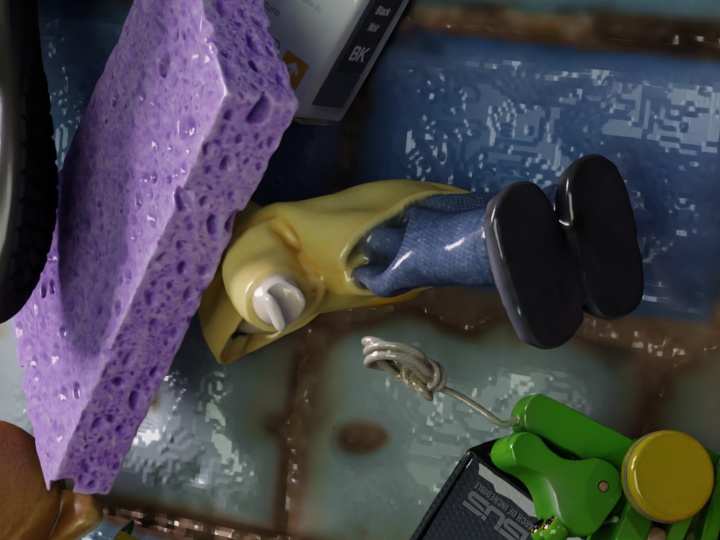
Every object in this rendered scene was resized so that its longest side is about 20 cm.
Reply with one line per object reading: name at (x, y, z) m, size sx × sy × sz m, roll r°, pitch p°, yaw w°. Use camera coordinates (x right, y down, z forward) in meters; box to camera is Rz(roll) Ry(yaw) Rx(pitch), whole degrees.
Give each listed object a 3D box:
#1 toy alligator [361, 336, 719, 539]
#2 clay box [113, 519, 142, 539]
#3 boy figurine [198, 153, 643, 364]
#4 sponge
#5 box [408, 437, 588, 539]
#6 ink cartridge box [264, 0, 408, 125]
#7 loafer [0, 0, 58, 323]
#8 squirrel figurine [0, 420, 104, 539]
toy alligator at (0.085, 0.080, 0.739) m, size 0.199 × 0.059 × 0.055 m, roll 20°, pitch 77°, yaw -11°
clay box at (-0.103, 0.179, 0.822) m, size 0.047 × 0.200 × 0.115 m, roll 23°, pitch 104°, yaw -1°
boy figurine at (0.000, 0.000, 0.791) m, size 0.199 × 0.124 × 0.065 m, roll -8°, pitch 100°, yaw 44°
sponge at (-0.084, -0.023, 0.821) m, size 0.200 × 0.030 × 0.112 m, roll -62°, pitch 33°, yaw 35°
box at (0.084, 0.182, 0.791) m, size 0.200 × 0.051 × 0.158 m, roll 38°, pitch 109°, yaw 20°
ink cartridge box at (-0.040, -0.193, 0.841) m, size 0.198 × 0.043 × 0.200 m, roll 38°, pitch 110°, yaw 20°
loafer at (-0.158, -0.076, 0.836) m, size 0.071 × 0.073 × 0.201 m, roll -5°, pitch 78°, yaw 1°
squirrel figurine at (-0.178, 0.151, 0.846) m, size 0.141 × 0.200 × 0.187 m, roll 31°, pitch 97°, yaw -5°
